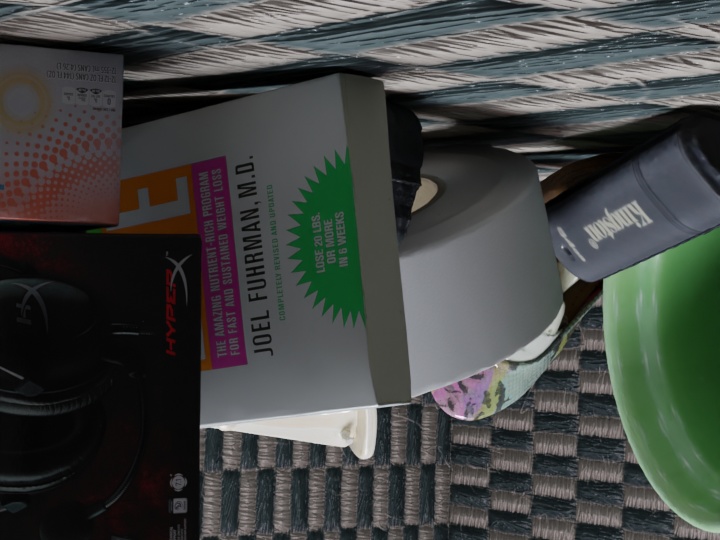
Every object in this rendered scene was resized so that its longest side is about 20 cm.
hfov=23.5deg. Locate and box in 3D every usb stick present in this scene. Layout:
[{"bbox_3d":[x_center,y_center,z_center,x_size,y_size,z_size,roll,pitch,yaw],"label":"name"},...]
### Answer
[{"bbox_3d":[0.140,-0.032,0.856,0.055,0.033,0.200,42,163,-4],"label":"usb stick"}]

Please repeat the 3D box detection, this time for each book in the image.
[{"bbox_3d":[-0.071,0.002,0.748,0.199,0.134,0.048,-11,171,35],"label":"book"}]

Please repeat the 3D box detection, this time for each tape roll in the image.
[{"bbox_3d":[0.000,0.000,0.878,0.201,0.071,0.203,-13,-163,4],"label":"tape roll"}]

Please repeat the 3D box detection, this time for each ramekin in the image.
[{"bbox_3d":[0.212,0.029,0.893,0.097,0.201,0.200,-5,180,-18],"label":"ramekin"}]

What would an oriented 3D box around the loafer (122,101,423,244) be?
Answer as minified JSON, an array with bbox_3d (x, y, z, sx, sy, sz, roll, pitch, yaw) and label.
[{"bbox_3d":[-0.060,-0.041,0.810,0.200,0.071,0.068,0,175,35],"label":"loafer"}]

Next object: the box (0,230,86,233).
[{"bbox_3d":[-0.212,-0.005,0.706,0.199,0.160,0.046,2,-179,-20],"label":"box"}]

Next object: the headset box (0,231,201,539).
[{"bbox_3d":[-0.165,0.059,0.658,0.199,0.150,0.077,1,178,-22],"label":"headset box"}]

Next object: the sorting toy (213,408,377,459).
[{"bbox_3d":[-0.093,0.020,1.094,0.199,0.107,0.180,11,-158,-24],"label":"sorting toy"}]

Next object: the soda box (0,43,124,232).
[{"bbox_3d":[-0.189,-0.052,0.640,0.199,0.069,0.064,2,178,-26],"label":"soda box"}]

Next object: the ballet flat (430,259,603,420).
[{"bbox_3d":[0.116,0.006,1.028,0.200,0.069,0.071,-43,177,-21],"label":"ballet flat"}]

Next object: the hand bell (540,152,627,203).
[{"bbox_3d":[0.081,-0.033,0.989,0.199,0.105,0.104,-16,169,30],"label":"hand bell"}]
